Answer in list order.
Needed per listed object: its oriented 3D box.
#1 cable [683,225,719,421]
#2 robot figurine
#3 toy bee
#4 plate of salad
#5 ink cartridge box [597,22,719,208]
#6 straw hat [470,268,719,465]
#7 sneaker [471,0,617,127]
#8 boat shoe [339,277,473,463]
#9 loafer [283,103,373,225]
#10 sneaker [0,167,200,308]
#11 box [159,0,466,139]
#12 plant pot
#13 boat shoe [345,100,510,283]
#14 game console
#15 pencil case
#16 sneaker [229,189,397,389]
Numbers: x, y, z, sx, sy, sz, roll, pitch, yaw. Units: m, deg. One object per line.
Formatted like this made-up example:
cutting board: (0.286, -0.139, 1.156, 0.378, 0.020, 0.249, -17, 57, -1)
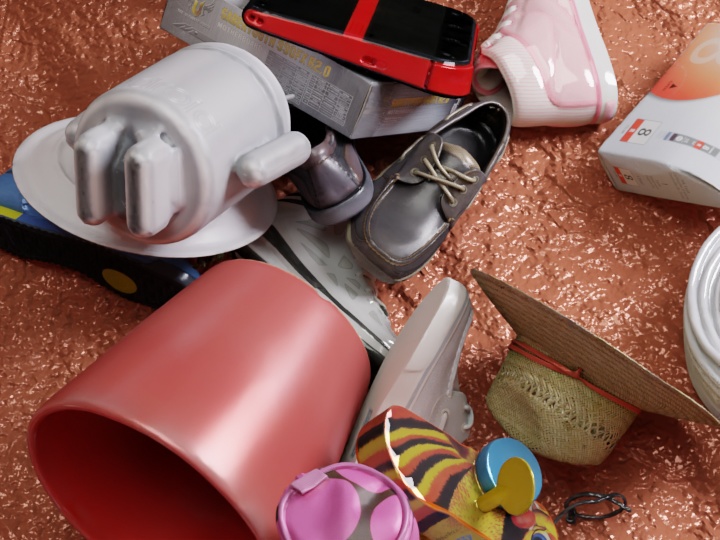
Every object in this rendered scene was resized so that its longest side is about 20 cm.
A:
cable: (0.329, 0.042, 1.206, 0.199, 0.069, 0.201, -9, 56, 1)
robot figurine: (-0.122, -0.092, 1.188, 0.169, 0.113, 0.200, 17, 30, 19)
toy bee: (0.089, 0.164, 1.088, 0.199, 0.131, 0.109, 10, 54, -7)
plate of salad: (-0.162, -0.059, 1.273, 0.199, 0.048, 0.200, 12, 32, -7)
ink cartridge box: (0.299, -0.115, 1.270, 0.162, 0.050, 0.200, -48, 32, -22)
straw hat: (0.138, 0.087, 1.149, 0.201, 0.201, 0.085, 31, 88, 23)
sneaker: (0.131, -0.199, 1.376, 0.104, 0.075, 0.201, -11, 61, -8)
boat shoe: (0.039, 0.106, 1.156, 0.068, 0.072, 0.201, 24, 87, -11)
loafer: (-0.043, -0.103, 1.292, 0.072, 0.063, 0.200, -32, 31, -1)
sneaker: (-0.200, -0.034, 1.308, 0.199, 0.066, 0.079, 21, 58, 18)
box: (-0.034, -0.173, 1.336, 0.200, 0.048, 0.158, 32, 22, 25)
plant pot: (-0.095, 0.101, 1.145, 0.200, 0.201, 0.177, 23, 53, 19)
boat shoe: (0.053, -0.069, 1.264, 0.074, 0.073, 0.200, 35, 45, -1)
game console: (0.005, -0.189, 1.315, 0.176, 0.031, 0.200, 16, 21, 0)
pencil case: (-0.004, 0.189, 1.063, 0.091, 0.200, 0.094, -27, 60, -12)
sneaker: (0.000, 0.000, 1.260, 0.115, 0.076, 0.200, -39, 59, -16)
